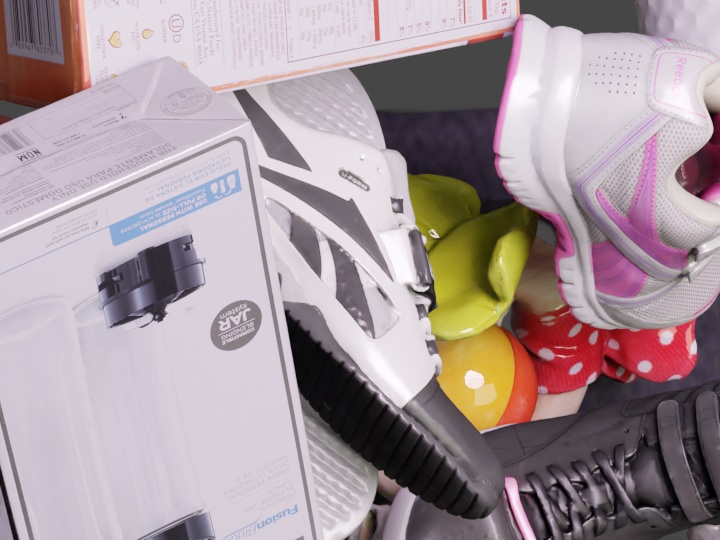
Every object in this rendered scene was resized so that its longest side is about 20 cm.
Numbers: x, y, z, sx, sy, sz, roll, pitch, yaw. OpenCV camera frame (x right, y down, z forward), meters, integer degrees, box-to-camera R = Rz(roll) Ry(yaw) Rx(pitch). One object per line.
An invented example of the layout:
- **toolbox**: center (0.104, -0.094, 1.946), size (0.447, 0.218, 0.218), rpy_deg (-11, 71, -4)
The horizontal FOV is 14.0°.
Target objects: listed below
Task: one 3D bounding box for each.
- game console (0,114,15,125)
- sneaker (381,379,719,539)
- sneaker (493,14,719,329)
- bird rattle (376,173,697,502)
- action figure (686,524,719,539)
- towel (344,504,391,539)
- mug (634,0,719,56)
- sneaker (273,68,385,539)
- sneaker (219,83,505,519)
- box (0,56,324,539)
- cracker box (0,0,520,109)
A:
- **game console**: center (-0.147, 0.043, 1.130), size (0.177, 0.031, 0.201), rpy_deg (19, 89, -46)
- **sneaker**: center (0.102, 0.085, 1.197), size (0.200, 0.099, 0.071), rpy_deg (-16, 88, -40)
- **sneaker**: center (0.119, -0.030, 1.143), size (0.200, 0.088, 0.082), rpy_deg (47, 51, -61)
- **bird rattle**: center (0.055, 0.028, 1.266), size (0.200, 0.113, 0.163), rpy_deg (26, 96, -52)
- **action figure**: center (0.172, 0.198, 1.264), size (0.104, 0.200, 0.194), rpy_deg (-17, 95, 1)
- **towel**: center (0.050, 0.209, 1.258), size (0.200, 0.048, 0.172), rpy_deg (38, 45, -39)
- **mug**: center (0.211, -0.128, 1.264), size (0.147, 0.200, 0.176), rpy_deg (-16, 101, -46)
- **sneaker**: center (-0.036, 0.018, 1.182), size (0.072, 0.114, 0.201), rpy_deg (5, 77, -10)
- **sneaker**: center (0.000, 0.000, 1.096), size (0.088, 0.074, 0.200), rpy_deg (-39, 86, -19)
- **box**: center (-0.083, 0.041, 1.011), size (0.116, 0.060, 0.200), rpy_deg (-24, 127, -23)
- **cracker box**: center (-0.057, -0.107, 1.095), size (0.200, 0.134, 0.058), rpy_deg (-14, 108, -36)
